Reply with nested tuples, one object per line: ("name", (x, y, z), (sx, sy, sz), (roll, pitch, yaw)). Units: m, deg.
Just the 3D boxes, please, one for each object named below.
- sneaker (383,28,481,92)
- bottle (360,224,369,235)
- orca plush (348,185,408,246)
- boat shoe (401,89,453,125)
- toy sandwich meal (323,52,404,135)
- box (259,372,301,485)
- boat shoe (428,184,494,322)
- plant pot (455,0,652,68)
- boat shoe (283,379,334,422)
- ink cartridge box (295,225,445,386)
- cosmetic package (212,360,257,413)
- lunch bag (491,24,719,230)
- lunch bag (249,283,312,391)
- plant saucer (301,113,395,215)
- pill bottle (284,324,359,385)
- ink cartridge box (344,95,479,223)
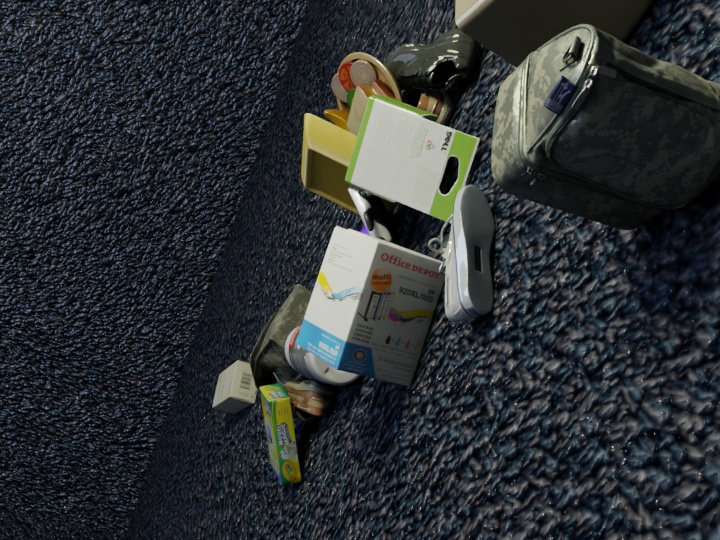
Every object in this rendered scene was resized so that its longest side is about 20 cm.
("sneaker", (0.110, -0.345, 1.485), (0.199, 0.076, 0.092), (-15, 49, 39))
("bottle", (0.000, 0.000, 1.602), (0.202, 0.083, 0.065), (-68, 25, 13))
("orca plush", (0.051, -0.069, 1.493), (0.201, 0.071, 0.105), (65, -179, 24))
("boat shoe", (0.111, -0.318, 1.577), (0.200, 0.071, 0.076), (-116, 46, -65))
("toy sandwich meal", (0.006, -0.287, 1.550), (0.205, 0.070, 0.207), (35, 139, 37))
("box", (-0.162, 0.313, 1.732), (0.117, 0.048, 0.203), (-158, 61, -72))
("boat shoe", (0.138, -0.020, 1.210), (0.086, 0.074, 0.204), (-27, 53, 43))
("plant pot", (0.247, -0.367, 1.045), (0.177, 0.198, 0.202), (-36, 39, 44))
("boat shoe", (-0.113, 0.261, 1.721), (0.200, 0.075, 0.075), (154, 128, -68))
("ink cartridge box", (0.018, 0.053, 1.354), (0.144, 0.146, 0.202), (21, 94, 58))
("cosmetic package", (-0.336, 0.318, 2.347), (0.200, 0.072, 0.105), (143, 140, -60))
("lunch bag", (0.239, -0.139, 0.816), (0.168, 0.198, 0.141), (140, 143, -62))
("lunch bag", (-0.154, 0.155, 1.830), (0.200, 0.117, 0.165), (-54, 7, 48))
("plant saucer", (-0.027, -0.173, 1.571), (0.049, 0.198, 0.200), (-60, -8, -26))
("pill bottle", (-0.070, 0.149, 1.613), (0.200, 0.113, 0.115), (-7, 67, 68))
("ink cartridge box", (0.091, -0.181, 1.408), (0.076, 0.198, 0.149), (-23, -47, -63))
